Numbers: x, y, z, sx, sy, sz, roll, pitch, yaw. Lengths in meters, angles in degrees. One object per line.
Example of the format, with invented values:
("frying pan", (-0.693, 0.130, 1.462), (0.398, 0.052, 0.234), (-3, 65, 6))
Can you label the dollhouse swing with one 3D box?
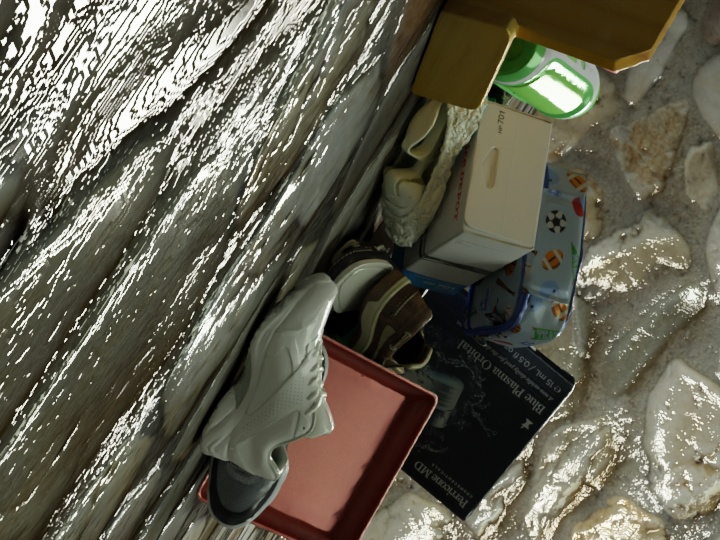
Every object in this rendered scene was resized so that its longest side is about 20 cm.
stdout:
("dollhouse swing", (0.181, -0.228, 1.474), (0.200, 0.176, 0.182), (-58, 174, -29))

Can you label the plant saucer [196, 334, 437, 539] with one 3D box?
("plant saucer", (-0.047, 0.171, 1.664), (0.200, 0.199, 0.037), (-60, -149, 1))

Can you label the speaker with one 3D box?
("speaker", (0.198, -0.225, 1.819), (0.089, 0.088, 0.200), (-60, 152, 6))

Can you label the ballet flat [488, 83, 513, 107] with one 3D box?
("ballet flat", (0.136, -0.177, 1.851), (0.200, 0.072, 0.072), (-55, 174, -49))

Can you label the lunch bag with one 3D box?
("lunch bag", (0.170, -0.012, 1.752), (0.160, 0.075, 0.200), (168, -63, -68))

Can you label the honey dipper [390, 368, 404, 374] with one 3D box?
("honey dipper", (-0.012, 0.147, 1.803), (0.200, 0.038, 0.038), (-46, 176, 5))

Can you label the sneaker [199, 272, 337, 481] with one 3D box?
("sneaker", (-0.056, 0.096, 1.435), (0.200, 0.099, 0.078), (-62, 174, 22))

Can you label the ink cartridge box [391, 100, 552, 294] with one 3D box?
("ink cartridge box", (0.112, -0.072, 1.722), (0.200, 0.086, 0.147), (149, -45, -64))

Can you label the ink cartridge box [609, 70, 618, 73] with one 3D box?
("ink cartridge box", (0.246, -0.300, 1.843), (0.200, 0.145, 0.085), (13, 102, -85))

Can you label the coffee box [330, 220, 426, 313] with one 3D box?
("coffee box", (0.026, 0.025, 1.915), (0.114, 0.080, 0.200), (-54, 174, -13))

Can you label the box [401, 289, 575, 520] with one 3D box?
("box", (0.109, 0.142, 1.876), (0.200, 0.197, 0.117), (-51, 174, 5))

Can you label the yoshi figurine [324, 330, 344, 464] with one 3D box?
("yoshi figurine", (-0.066, 0.163, 1.747), (0.200, 0.112, 0.112), (-60, -174, -12))

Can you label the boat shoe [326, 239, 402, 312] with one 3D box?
("boat shoe", (0.000, 0.000, 1.666), (0.074, 0.060, 0.200), (-38, 166, 12))

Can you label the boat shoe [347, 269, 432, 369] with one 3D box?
("boat shoe", (0.033, 0.078, 1.680), (0.075, 0.075, 0.202), (-45, 166, -20))

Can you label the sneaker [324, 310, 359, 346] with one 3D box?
("sneaker", (-0.040, 0.086, 1.842), (0.200, 0.074, 0.088), (-56, -163, 38))

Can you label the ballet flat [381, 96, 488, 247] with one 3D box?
("ballet flat", (0.058, -0.112, 1.648), (0.200, 0.072, 0.072), (-64, 173, 26))

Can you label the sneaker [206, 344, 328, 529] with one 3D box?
("sneaker", (-0.096, 0.150, 1.538), (0.114, 0.075, 0.200), (18, 97, -84))
